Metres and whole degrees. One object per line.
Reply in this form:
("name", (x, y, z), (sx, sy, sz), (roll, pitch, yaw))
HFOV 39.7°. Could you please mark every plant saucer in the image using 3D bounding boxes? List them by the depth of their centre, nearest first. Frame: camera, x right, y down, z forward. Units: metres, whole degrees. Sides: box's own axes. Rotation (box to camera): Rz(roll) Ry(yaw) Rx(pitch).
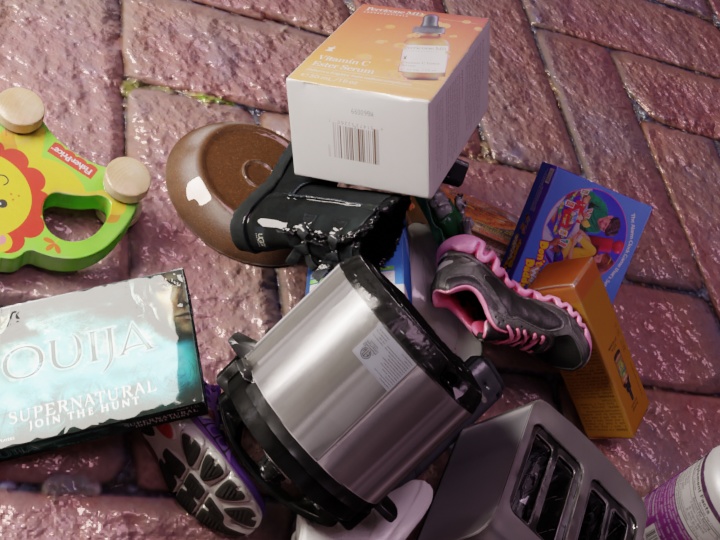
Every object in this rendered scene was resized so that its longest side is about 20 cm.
("plant saucer", (-0.118, -0.098, 1.116), (0.198, 0.037, 0.203), (16, 50, -19))

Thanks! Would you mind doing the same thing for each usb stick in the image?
("usb stick", (0.070, 0.159, 0.997), (0.199, 0.033, 0.056), (-38, 94, -29))

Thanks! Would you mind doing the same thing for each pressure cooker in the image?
("pressure cooker", (-0.019, 0.109, 0.850), (0.179, 0.200, 0.176), (43, 4, -46))

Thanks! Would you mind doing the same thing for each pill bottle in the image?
("pill bottle", (0.378, 0.246, 1.028), (0.111, 0.201, 0.114), (16, 49, -19))

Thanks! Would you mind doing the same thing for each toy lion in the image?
("toy lion", (-0.328, -0.067, 0.954), (0.198, 0.069, 0.193), (32, 53, -6))

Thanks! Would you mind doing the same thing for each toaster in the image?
("toaster", (0.163, 0.242, 0.937), (0.181, 0.118, 0.201), (45, 45, -14))

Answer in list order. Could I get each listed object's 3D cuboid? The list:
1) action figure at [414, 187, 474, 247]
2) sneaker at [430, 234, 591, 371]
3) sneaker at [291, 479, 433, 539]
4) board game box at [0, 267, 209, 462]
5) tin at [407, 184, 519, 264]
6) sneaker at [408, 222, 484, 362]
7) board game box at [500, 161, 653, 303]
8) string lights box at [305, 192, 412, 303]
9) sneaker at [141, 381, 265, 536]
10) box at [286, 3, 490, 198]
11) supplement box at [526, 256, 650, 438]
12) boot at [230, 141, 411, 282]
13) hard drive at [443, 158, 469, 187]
("action figure", (0.099, -0.052, 1.098), (0.201, 0.054, 0.119), (54, 12, -23))
("sneaker", (0.152, 0.053, 1.039), (0.199, 0.079, 0.096), (34, 41, -5))
("sneaker", (-0.015, 0.237, 0.888), (0.088, 0.076, 0.199), (42, 51, 14))
("board game box", (-0.237, 0.079, 0.852), (0.197, 0.028, 0.137), (-13, 59, -6))
("tin", (0.146, -0.049, 1.209), (0.198, 0.042, 0.112), (22, 20, -14))
("sneaker", (0.071, 0.044, 1.108), (0.086, 0.075, 0.202), (-17, 61, -20))
("board game box", (0.236, -0.006, 1.154), (0.133, 0.203, 0.045), (19, 8, -17))
("string lights box", (0.000, 0.000, 1.027), (0.101, 0.060, 0.201), (-9, 34, 8))
("sneaker", (-0.142, 0.140, 0.889), (0.083, 0.081, 0.201), (-22, 68, -46))
("box", (0.034, -0.179, 1.018), (0.150, 0.108, 0.201), (11, 38, 19))
("supplement box", (0.256, 0.089, 1.111), (0.067, 0.068, 0.202), (-43, 112, -45))
("boot", (-0.023, -0.071, 1.020), (0.160, 0.074, 0.199), (9, 43, 31))
("hard drive", (0.018, -0.154, 1.187), (0.197, 0.033, 0.140), (21, 5, -15))
